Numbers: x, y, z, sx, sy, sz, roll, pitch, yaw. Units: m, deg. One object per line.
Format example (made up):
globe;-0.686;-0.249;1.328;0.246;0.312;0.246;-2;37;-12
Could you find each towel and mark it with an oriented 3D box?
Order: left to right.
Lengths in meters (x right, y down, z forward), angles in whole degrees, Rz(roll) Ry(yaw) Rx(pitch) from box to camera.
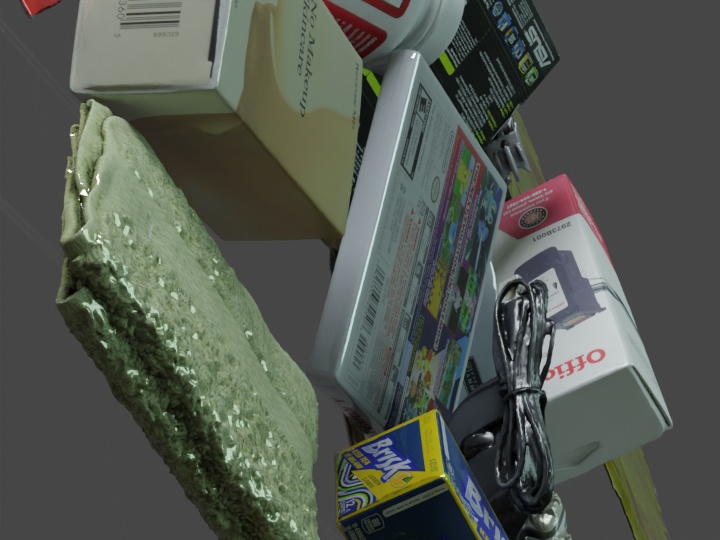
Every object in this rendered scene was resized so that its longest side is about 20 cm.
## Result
towel;-0.068;0.033;0.872;0.149;0.036;0.201;-95;159;-59

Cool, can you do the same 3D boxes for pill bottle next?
pill bottle;-0.032;-0.178;1.172;0.199;0.112;0.113;20;43;-49

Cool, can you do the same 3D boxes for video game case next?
video game case;0.032;0.002;1.221;0.182;0.023;0.201;49;51;-59

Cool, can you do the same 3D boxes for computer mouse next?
computer mouse;0.069;0.104;1.189;0.200;0.052;0.139;101;-9;-59

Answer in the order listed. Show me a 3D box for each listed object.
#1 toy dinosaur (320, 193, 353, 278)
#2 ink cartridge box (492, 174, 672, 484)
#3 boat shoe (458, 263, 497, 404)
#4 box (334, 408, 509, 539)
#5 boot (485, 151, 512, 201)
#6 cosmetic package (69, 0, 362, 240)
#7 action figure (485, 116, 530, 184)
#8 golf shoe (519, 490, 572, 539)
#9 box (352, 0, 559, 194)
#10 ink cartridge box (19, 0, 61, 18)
toy dinosaur;0.000;0.000;1.282;0.200;0.047;0.088;60;5;-47
ink cartridge box;0.121;0.049;1.493;0.084;0.144;0.201;54;15;-42
boat shoe;0.061;0.059;1.379;0.057;0.068;0.202;147;-69;-69
box;0.057;0.177;1.108;0.201;0.064;0.070;61;11;-25
boot;0.068;-0.137;1.885;0.200;0.069;0.174;48;-12;18
cosmetic package;-0.061;-0.093;0.981;0.200;0.071;0.106;46;47;-67
action figure;0.090;-0.131;1.668;0.200;0.069;0.131;-88;166;-76
golf shoe;0.119;0.214;1.325;0.200;0.078;0.098;-80;150;-71
box;0.028;-0.138;1.355;0.047;0.193;0.200;32;-15;41
ink cartridge box;-0.161;-0.223;0.960;0.201;0.044;0.176;64;9;-11
